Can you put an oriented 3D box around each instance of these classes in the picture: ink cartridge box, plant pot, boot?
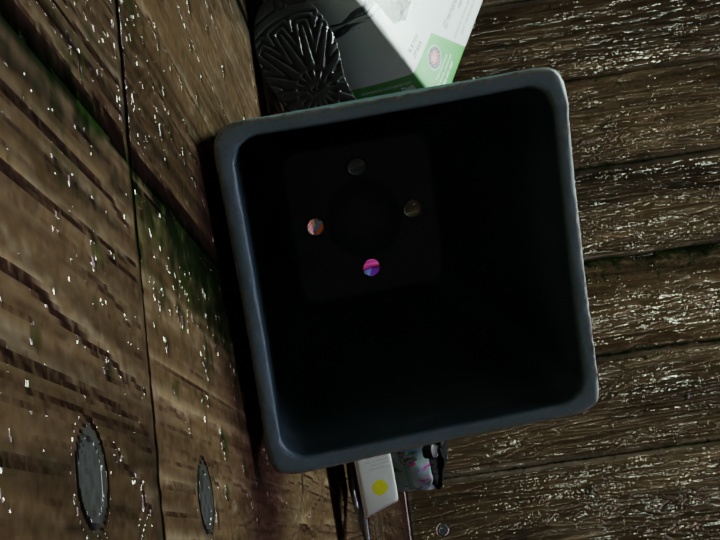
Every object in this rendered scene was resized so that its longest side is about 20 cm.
[{"bbox_3d":[0.001,0.151,1.161,0.198,0.046,0.203,-122,-160,-78],"label":"ink cartridge box"},{"bbox_3d":[0.015,-0.018,0.741,0.200,0.193,0.199,-126,-154,-75],"label":"plant pot"},{"bbox_3d":[-0.041,-0.141,1.035,0.200,0.065,0.167,151,-86,-87],"label":"boot"},{"bbox_3d":[0.009,-0.252,1.024,0.200,0.082,0.148,45,54,-36],"label":"ink cartridge box"}]

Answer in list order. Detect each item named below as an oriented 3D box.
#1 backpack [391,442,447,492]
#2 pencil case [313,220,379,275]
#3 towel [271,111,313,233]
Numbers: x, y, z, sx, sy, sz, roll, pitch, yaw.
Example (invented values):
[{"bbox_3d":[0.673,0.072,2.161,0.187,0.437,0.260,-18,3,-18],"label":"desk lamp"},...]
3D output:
[{"bbox_3d":[0.050,0.186,1.454,0.201,0.124,0.169,80,14,-51],"label":"backpack"},{"bbox_3d":[0.000,0.000,1.120,0.200,0.087,0.090,-111,-169,-68],"label":"pencil case"},{"bbox_3d":[-0.051,-0.022,0.996,0.201,0.022,0.147,81,0,-62],"label":"towel"}]
